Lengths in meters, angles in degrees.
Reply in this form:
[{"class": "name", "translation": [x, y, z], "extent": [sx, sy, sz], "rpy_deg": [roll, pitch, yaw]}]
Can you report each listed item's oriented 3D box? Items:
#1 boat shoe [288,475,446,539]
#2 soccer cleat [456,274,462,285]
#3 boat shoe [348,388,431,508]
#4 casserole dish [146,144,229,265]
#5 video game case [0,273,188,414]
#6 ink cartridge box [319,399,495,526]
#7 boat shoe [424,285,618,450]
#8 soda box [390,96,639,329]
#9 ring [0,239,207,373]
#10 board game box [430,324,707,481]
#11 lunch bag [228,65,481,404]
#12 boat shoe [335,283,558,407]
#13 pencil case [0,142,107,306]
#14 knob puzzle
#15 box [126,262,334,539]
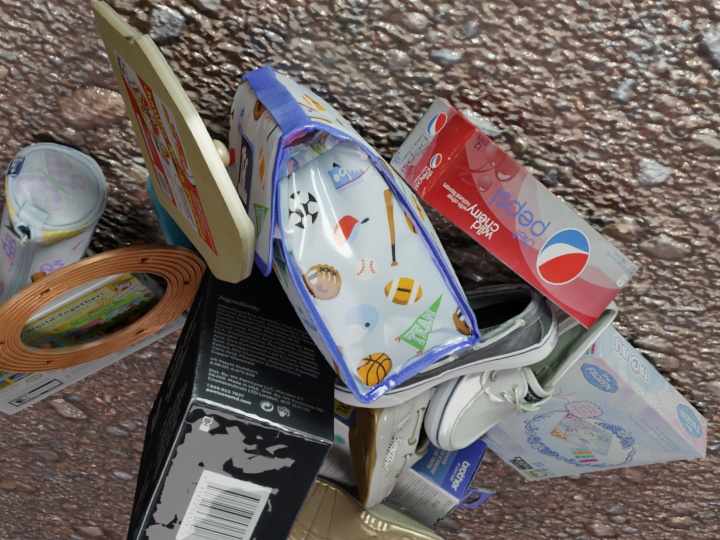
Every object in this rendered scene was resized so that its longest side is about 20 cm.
[{"class": "boat shoe", "translation": [-0.004, 0.243, 1.330], "extent": [0.197, 0.073, 0.065], "rpy_deg": [21, -173, -1]}, {"class": "soccer cleat", "translation": [0.000, 0.000, 1.145], "extent": [0.086, 0.071, 0.199], "rpy_deg": [-18, 138, 38]}, {"class": "boat shoe", "translation": [0.030, 0.150, 1.225], "extent": [0.068, 0.072, 0.201], "rpy_deg": [-10, 150, -12]}, {"class": "casserole dish", "translation": [-0.102, -0.043, 1.142], "extent": [0.119, 0.039, 0.201], "rpy_deg": [4, 146, 12]}, {"class": "video game case", "translation": [-0.266, 0.060, 1.236], "extent": [0.198, 0.023, 0.182], "rpy_deg": [-27, 161, 3]}, {"class": "ink cartridge box", "translation": [0.034, 0.185, 1.368], "extent": [0.199, 0.077, 0.137], "rpy_deg": [35, 147, 0]}, {"class": "boat shoe", "translation": [0.128, 0.081, 1.136], "extent": [0.073, 0.067, 0.201], "rpy_deg": [18, 115, -43]}, {"class": "soda box", "translation": [0.115, -0.039, 1.027], "extent": [0.199, 0.070, 0.064], "rpy_deg": [35, 99, -33]}, {"class": "ring", "translation": [-0.221, 0.029, 1.151], "extent": [0.198, 0.019, 0.201], "rpy_deg": [-23, 161, -8]}, {"class": "board game box", "translation": [0.191, 0.127, 1.306], "extent": [0.197, 0.044, 0.200], "rpy_deg": [-13, 140, 38]}, {"class": "lunch bag", "translation": [-0.022, -0.036, 0.971], "extent": [0.123, 0.170, 0.202], "rpy_deg": [-29, 116, -3]}, {"class": "boat shoe", "translation": [0.054, 0.054, 1.099], "extent": [0.197, 0.073, 0.068], "rpy_deg": [-12, 144, 21]}, {"class": "pencil case", "translation": [-0.269, -0.022, 1.180], "extent": [0.082, 0.092, 0.200], "rpy_deg": [18, 148, -10]}, {"class": "knob puzzle", "translation": [-0.113, -0.077, 0.960], "extent": [0.030, 0.221, 0.221], "rpy_deg": [-27, 152, -16]}, {"class": "box", "translation": [-0.104, 0.127, 1.127], "extent": [0.116, 0.201, 0.198], "rpy_deg": [17, 123, -13]}]
